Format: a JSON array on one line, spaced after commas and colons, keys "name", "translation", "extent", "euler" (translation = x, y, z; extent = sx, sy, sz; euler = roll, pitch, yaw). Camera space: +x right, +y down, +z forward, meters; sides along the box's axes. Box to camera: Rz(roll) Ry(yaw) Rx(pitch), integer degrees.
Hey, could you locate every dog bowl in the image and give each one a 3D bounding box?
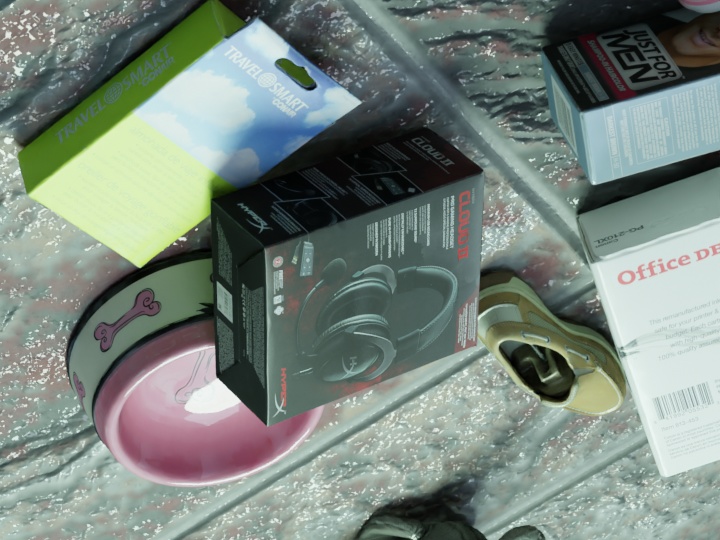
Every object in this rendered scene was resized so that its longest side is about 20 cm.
[{"name": "dog bowl", "translation": [-0.112, 0.080, 1.763], "extent": [0.199, 0.074, 0.201], "euler": [-10, 139, -9]}]

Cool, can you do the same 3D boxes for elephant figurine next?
[{"name": "elephant figurine", "translation": [0.061, 0.262, 2.002], "extent": [0.200, 0.155, 0.141], "euler": [-63, 164, 9]}]

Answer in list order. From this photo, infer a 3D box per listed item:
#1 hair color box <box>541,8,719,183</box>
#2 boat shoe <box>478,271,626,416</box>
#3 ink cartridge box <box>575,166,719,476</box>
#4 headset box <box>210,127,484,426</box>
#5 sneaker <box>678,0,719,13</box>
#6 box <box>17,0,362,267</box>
[{"name": "hair color box", "translation": [0.233, -0.131, 1.622], "extent": [0.199, 0.099, 0.061], "euler": [-15, 124, -5]}, {"name": "boat shoe", "translation": [0.147, 0.077, 1.858], "extent": [0.072, 0.076, 0.200], "euler": [-38, 137, 20]}, {"name": "ink cartridge box", "translation": [0.259, 0.034, 1.794], "extent": [0.144, 0.084, 0.200], "euler": [-19, 118, 4]}, {"name": "headset box", "translation": [0.000, 0.000, 1.657], "extent": [0.199, 0.077, 0.149], "euler": [-18, 128, -28]}, {"name": "sneaker", "translation": [0.271, -0.246, 1.544], "extent": [0.200, 0.076, 0.105], "euler": [-30, 144, 19]}, {"name": "box", "translation": [-0.113, -0.094, 1.586], "extent": [0.200, 0.048, 0.122], "euler": [-36, 138, 19]}]
